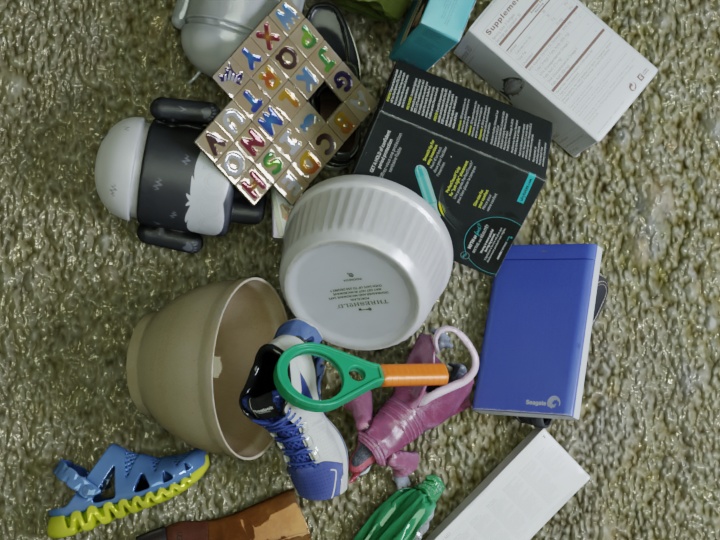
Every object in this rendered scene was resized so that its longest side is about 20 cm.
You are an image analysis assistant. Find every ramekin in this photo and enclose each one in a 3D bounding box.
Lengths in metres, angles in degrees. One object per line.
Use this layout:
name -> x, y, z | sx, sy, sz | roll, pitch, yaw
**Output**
ramekin -> 0.000, 0.000, 1.536 | 0.201, 0.203, 0.094 | 23, 40, -3

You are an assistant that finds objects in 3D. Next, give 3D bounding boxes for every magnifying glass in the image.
magnifying glass -> 0.002, 0.114, 1.475 | 0.199, 0.022, 0.080 | -1, 53, -22

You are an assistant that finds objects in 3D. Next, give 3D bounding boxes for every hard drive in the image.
hard drive -> 0.204, 0.069, 1.586 | 0.131, 0.025, 0.201 | 0, 72, 37

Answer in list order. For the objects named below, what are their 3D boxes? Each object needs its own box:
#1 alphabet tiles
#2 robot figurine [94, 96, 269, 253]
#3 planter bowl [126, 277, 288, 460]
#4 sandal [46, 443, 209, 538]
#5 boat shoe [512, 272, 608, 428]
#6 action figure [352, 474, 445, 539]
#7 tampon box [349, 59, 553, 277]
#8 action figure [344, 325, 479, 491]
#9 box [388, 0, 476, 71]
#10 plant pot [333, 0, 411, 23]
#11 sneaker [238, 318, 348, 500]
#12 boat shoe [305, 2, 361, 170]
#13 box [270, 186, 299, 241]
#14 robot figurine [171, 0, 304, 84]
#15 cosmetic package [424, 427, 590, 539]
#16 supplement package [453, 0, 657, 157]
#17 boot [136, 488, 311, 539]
alphabet tiles -> -0.091, -0.179, 1.539 | 0.167, 0.008, 0.200 | 47, 69, -22
robot figurine -> -0.204, -0.108, 1.571 | 0.199, 0.125, 0.151 | 9, 76, -4
planter bowl -> -0.177, 0.106, 1.536 | 0.134, 0.200, 0.202 | 2, 85, 22
sandal -> -0.271, 0.237, 1.564 | 0.199, 0.079, 0.088 | -18, 83, -7
boat shoe -> 0.244, 0.096, 1.609 | 0.073, 0.063, 0.201 | 35, 86, -45
action figure -> 0.032, 0.318, 1.578 | 0.200, 0.118, 0.055 | -52, 124, -10
tampon box -> 0.097, -0.118, 1.564 | 0.199, 0.127, 0.150 | 22, 127, -4
action figure -> 0.055, 0.173, 1.566 | 0.134, 0.149, 0.200 | 47, 70, -6
box -> 0.085, -0.287, 1.567 | 0.049, 0.200, 0.083 | 24, 84, -7
plant pot -> 0.022, -0.396, 1.584 | 0.199, 0.200, 0.191 | 23, 92, -3
sneaker -> -0.083, 0.162, 1.503 | 0.080, 0.115, 0.201 | -8, 96, 28
boat shoe -> -0.031, -0.223, 1.622 | 0.071, 0.068, 0.202 | -5, 84, -5
box -> -0.090, -0.136, 1.623 | 0.038, 0.041, 0.202 | -2, 87, -5
robot figurine -> -0.143, -0.306, 1.593 | 0.169, 0.113, 0.201 | 11, 84, 29
cosmetic package -> 0.168, 0.283, 1.608 | 0.200, 0.051, 0.083 | -44, 93, -6
supplement package -> 0.227, -0.248, 1.619 | 0.200, 0.117, 0.117 | 41, 84, -1
boot -> -0.143, 0.368, 1.583 | 0.199, 0.068, 0.190 | -12, 79, -13
